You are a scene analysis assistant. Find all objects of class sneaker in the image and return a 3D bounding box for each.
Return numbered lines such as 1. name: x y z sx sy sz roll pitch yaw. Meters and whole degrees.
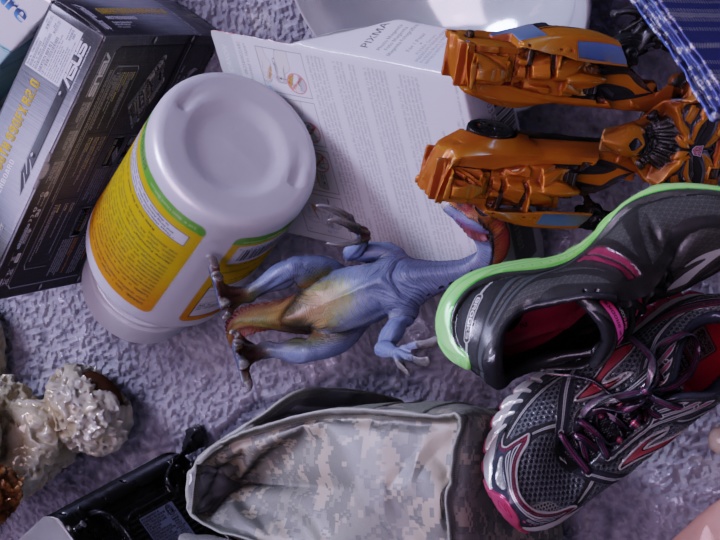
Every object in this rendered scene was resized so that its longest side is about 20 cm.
1. sneaker: 0.143 0.017 1.388 0.199 0.077 0.084 -26 40 -6
2. sneaker: 0.153 0.075 1.408 0.200 0.075 0.081 -40 102 -17

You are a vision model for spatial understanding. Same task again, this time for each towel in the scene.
1. towel: 0.179 -0.171 1.400 0.024 0.144 0.201 -41 75 28

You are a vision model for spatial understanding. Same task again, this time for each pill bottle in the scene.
1. pill bottle: -0.113 -0.032 1.553 0.111 0.111 0.200 58 146 12

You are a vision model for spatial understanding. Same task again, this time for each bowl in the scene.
1. bowl: 0.060 -0.198 1.472 0.200 0.091 0.202 16 132 18

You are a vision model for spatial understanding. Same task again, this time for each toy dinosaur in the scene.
1. toy dinosaur: 0.000 0.000 1.483 0.180 0.200 0.106 -17 99 -5

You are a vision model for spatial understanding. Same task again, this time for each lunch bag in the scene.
1. lunch bag: 0.009 0.134 1.495 0.199 0.164 0.119 0 84 30

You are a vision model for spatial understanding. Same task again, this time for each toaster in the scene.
1. toaster: -0.137 0.227 1.585 0.118 0.200 0.181 -38 84 27

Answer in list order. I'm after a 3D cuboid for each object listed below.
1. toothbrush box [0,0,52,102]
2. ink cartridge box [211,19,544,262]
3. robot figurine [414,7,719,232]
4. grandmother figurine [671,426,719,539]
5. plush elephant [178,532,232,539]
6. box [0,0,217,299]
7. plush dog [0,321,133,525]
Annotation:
1. toothbrush box: -0.265 -0.158 1.621 0.085 0.146 0.200 46 115 -3
2. ink cartridge box: 0.013 -0.082 1.514 0.199 0.057 0.163 18 137 39
3. robot figurine: 0.137 -0.082 1.415 0.058 0.198 0.146 -127 43 -59
4. grandmother figurine: 0.255 0.133 1.420 0.121 0.061 0.200 43 121 -7
5. plush elephant: -0.078 0.233 1.399 0.199 0.165 0.155 -35 91 -12
6. box: -0.186 -0.082 1.594 0.048 0.158 0.201 33 109 17
7. plush dog: -0.283 0.119 1.653 0.199 0.171 0.161 29 107 22
